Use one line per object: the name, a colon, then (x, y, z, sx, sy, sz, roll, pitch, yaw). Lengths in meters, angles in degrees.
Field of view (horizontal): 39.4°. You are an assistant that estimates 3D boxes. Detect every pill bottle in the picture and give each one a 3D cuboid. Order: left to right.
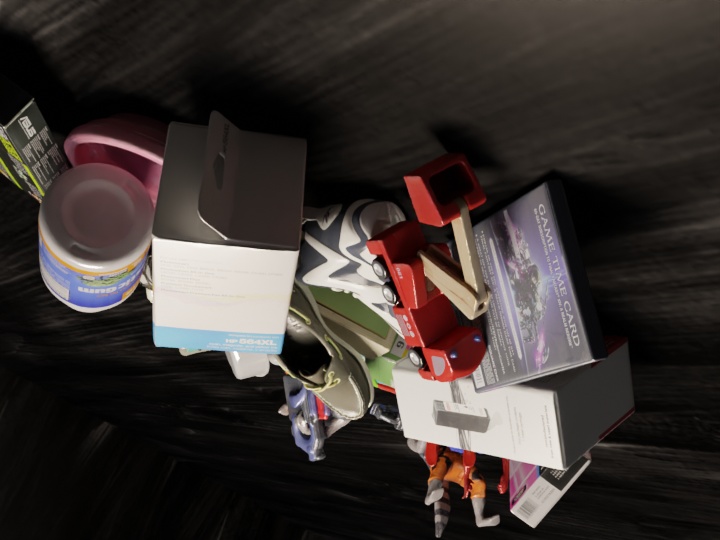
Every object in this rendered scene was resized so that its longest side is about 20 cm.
pill bottle: (-0.279, -0.023, 1.051, 0.111, 0.113, 0.200, 26, 156, -7)

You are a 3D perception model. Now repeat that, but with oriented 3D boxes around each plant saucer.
plant saucer: (-0.206, -0.097, 1.038, 0.199, 0.051, 0.201, 22, 159, 9)

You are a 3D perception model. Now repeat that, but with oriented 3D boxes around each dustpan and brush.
dustpan and brush: (-0.131, 0.082, 1.192, 0.200, 0.057, 0.141, -137, 30, -67)

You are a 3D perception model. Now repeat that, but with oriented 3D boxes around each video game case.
video game case: (0.131, 0.022, 0.857, 0.019, 0.144, 0.200, -9, 170, -23)

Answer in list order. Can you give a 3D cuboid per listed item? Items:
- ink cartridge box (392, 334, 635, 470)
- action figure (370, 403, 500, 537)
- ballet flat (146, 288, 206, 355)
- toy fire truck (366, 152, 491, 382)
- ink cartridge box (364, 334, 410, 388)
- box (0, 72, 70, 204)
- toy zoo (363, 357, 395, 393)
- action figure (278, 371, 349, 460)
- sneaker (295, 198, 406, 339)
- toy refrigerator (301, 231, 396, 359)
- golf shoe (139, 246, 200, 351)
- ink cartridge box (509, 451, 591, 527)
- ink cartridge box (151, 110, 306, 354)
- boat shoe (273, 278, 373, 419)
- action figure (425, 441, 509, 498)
ink cartridge box: (0.153, 0.119, 1.017, 0.199, 0.144, 0.085, 4, 110, 43)
action figure: (0.091, 0.251, 1.368, 0.198, 0.194, 0.105, 17, 120, -22)
ballet flat: (-0.226, 0.028, 1.213, 0.200, 0.063, 0.068, -128, 27, -45)
toy fire truck: (0.070, 0.006, 0.861, 0.141, 0.048, 0.202, 0, 116, 60)
ink cartridge box: (0.080, 0.116, 1.219, 0.198, 0.060, 0.104, 23, 159, 12)
box: (-0.385, -0.161, 1.023, 0.192, 0.048, 0.200, 34, 161, 13)
toy zoo: (0.060, 0.142, 1.359, 0.198, 0.021, 0.131, 15, 158, 22)
action figure: (-0.055, 0.113, 1.218, 0.104, 0.202, 0.193, -11, -167, -31)
sneaker: (0.000, 0.000, 1.008, 0.129, 0.080, 0.199, 11, 155, 34)
toy refrigerator: (-0.049, 0.015, 1.101, 0.199, 0.076, 0.070, 29, 159, -10)
golf shoe: (-0.208, -0.007, 1.131, 0.200, 0.077, 0.095, 43, 155, 25)
ink cartridge box: (0.200, 0.186, 1.077, 0.037, 0.095, 0.200, 35, -163, -1)
ink cartridge box: (-0.119, -0.031, 0.907, 0.124, 0.130, 0.201, 6, 146, -8)
boat shoe: (-0.051, 0.091, 1.061, 0.071, 0.061, 0.203, -20, 120, 23)
action figure: (0.130, 0.220, 1.130, 0.065, 0.100, 0.200, -1, 179, 23)
